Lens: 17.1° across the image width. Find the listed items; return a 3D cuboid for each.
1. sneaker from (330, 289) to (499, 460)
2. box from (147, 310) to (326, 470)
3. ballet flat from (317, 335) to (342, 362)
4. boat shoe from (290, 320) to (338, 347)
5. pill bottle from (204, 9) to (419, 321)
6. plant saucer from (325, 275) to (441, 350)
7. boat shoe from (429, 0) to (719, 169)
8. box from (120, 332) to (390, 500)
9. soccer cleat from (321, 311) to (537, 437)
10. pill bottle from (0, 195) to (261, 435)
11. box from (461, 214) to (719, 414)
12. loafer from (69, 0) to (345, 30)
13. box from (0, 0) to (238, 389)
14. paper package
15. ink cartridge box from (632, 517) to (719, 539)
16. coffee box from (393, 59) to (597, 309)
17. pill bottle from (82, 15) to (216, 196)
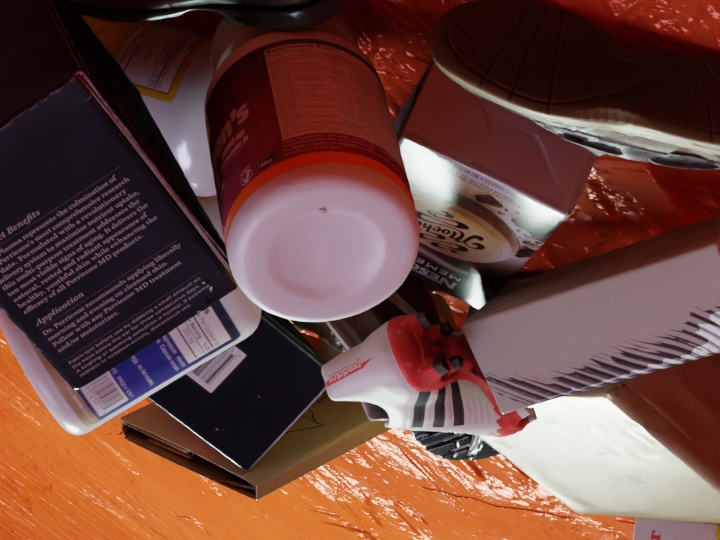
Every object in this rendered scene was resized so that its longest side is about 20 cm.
[{"bbox_3d":[0.055,0.060,1.795,0.078,0.090,0.200,-25,122,24],"label":"sneaker"},{"bbox_3d":[-0.146,0.027,1.819,0.200,0.104,0.182,41,-175,-34],"label":"box"},{"bbox_3d":[0.055,0.075,1.872,0.200,0.070,0.069,18,159,19],"label":"ballet flat"},{"bbox_3d":[-0.041,0.001,1.783,0.060,0.072,0.202,11,160,22],"label":"boat shoe"},{"bbox_3d":[-0.033,-0.072,1.398,0.109,0.200,0.110,-6,131,-7],"label":"pill bottle"},{"bbox_3d":[0.000,0.000,1.634,0.029,0.200,0.200,-33,132,14],"label":"plant saucer"},{"bbox_3d":[0.135,-0.095,1.344,0.201,0.072,0.066,15,153,14],"label":"boat shoe"},{"bbox_3d":[-0.064,0.112,1.908,0.163,0.200,0.021,19,123,42],"label":"box"},{"bbox_3d":[0.047,0.074,1.554,0.085,0.069,0.200,-23,159,21],"label":"soccer cleat"},{"bbox_3d":[-0.139,0.017,1.637,0.116,0.200,0.116,60,178,4],"label":"pill bottle"},{"bbox_3d":[0.168,0.024,1.481,0.200,0.082,0.068,-20,98,40],"label":"box"},{"bbox_3d":[-0.102,-0.188,1.424,0.200,0.072,0.063,7,134,26],"label":"loafer"},{"bbox_3d":[-0.189,-0.076,1.369,0.197,0.124,0.200,57,-179,-45],"label":"box"},{"bbox_3d":[0.183,0.090,1.697,0.191,0.104,0.200,39,156,-29],"label":"paper package"},{"bbox_3d":[0.322,0.271,1.855,0.200,0.147,0.145,8,179,38],"label":"ink cartridge box"},{"bbox_3d":[0.067,-0.058,1.500,0.113,0.080,0.200,26,160,-3],"label":"coffee box"},{"bbox_3d":[-0.131,-0.109,1.571,0.200,0.104,0.104,17,158,22],"label":"pill bottle"}]
